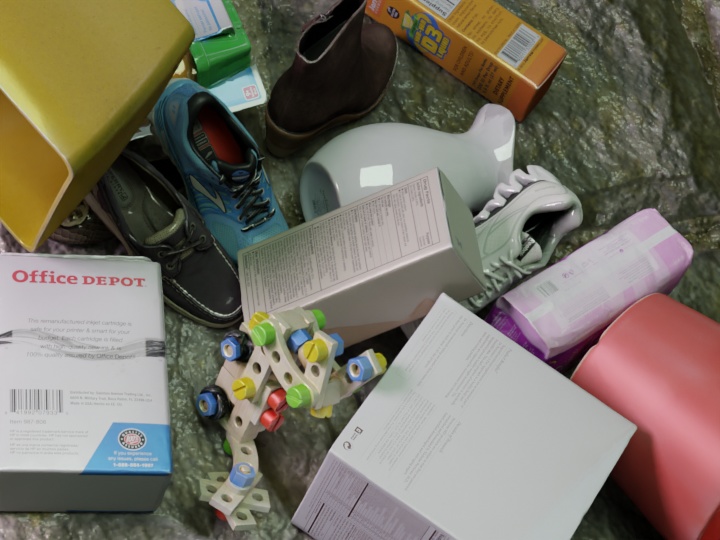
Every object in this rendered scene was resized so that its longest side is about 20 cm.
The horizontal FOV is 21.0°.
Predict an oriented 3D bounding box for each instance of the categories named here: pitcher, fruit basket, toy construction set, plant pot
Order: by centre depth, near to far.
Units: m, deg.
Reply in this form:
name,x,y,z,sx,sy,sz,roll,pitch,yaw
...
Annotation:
name,x,y,z,sx,sy,sz,roll,pitch,yaw
plant pot,-0.252,-0.169,1.572,0.176,0.200,0.200,-41,89,-27
toy construction set,-0.072,0.113,1.604,0.131,0.201,0.092,43,21,26
plant pot,0.284,0.128,1.691,0.177,0.201,0.200,40,56,22
pitcher,0.055,-0.055,1.777,0.199,0.121,0.173,-13,86,-28
fruit basket,-0.207,-0.210,1.798,0.199,0.094,0.186,-14,65,-20

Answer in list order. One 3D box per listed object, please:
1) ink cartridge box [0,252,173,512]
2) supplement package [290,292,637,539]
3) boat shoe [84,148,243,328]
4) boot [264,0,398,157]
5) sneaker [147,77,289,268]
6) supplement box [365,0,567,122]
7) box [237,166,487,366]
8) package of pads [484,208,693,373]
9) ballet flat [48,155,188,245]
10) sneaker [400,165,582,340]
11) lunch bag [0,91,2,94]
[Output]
name,x,y,z,sx,sy,sz,roll,pitch,yaw
ink cartridge box,-0.237,0.093,1.610,0.144,0.084,0.201,3,59,-15
supplement package,0.085,0.171,1.620,0.199,0.147,0.191,34,56,6
boat shoe,-0.171,-0.031,1.690,0.072,0.065,0.200,-41,95,-15
boot,-0.010,-0.202,1.805,0.072,0.167,0.200,38,57,8
sneaker,-0.116,-0.075,1.709,0.078,0.090,0.201,-38,109,-18
supplement box,0.101,-0.237,1.921,0.200,0.067,0.069,37,60,8
box,0.000,0.000,1.670,0.199,0.078,0.095,-21,50,17
package of pads,0.199,0.031,1.754,0.199,0.121,0.076,-30,71,-30
ballet flat,-0.197,-0.074,1.745,0.199,0.046,0.068,-17,66,-25
sneaker,0.114,-0.009,1.722,0.200,0.075,0.081,-45,33,-6
lunch bag,-0.384,-0.206,1.711,0.200,0.124,0.170,41,72,4
